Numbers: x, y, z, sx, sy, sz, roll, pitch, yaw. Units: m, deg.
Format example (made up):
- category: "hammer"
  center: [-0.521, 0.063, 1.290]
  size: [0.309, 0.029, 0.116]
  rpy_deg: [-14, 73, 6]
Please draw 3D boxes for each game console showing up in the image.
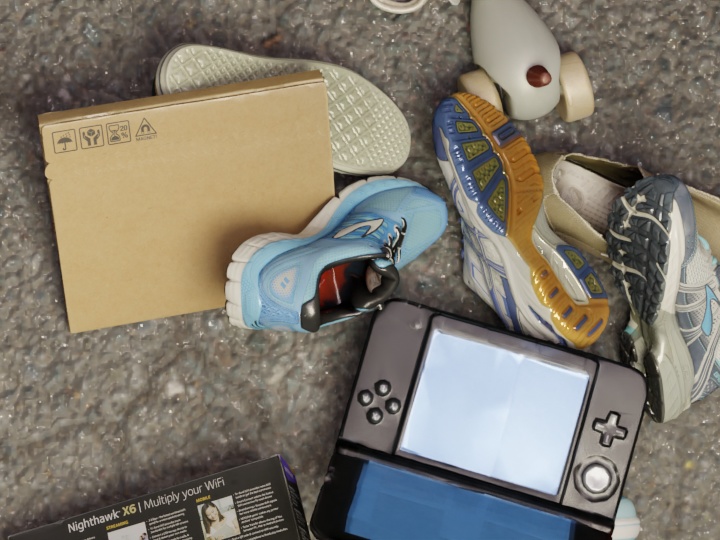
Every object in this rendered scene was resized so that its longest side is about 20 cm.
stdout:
- category: "game console"
  center: [0.083, 0.120, 1.482]
  size: [0.198, 0.119, 0.174]
  rpy_deg: [16, 86, 2]

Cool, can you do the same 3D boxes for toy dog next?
- category: "toy dog"
  center: [0.101, -0.189, 1.603]
  size: [0.132, 0.096, 0.201]
  rpy_deg: [-37, 90, -11]

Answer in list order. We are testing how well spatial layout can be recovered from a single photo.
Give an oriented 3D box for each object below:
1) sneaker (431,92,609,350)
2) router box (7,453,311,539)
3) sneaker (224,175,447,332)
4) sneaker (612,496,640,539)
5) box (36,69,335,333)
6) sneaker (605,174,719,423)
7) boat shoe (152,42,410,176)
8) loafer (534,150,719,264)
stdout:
- category: "sneaker"
  center: [0.093, -0.025, 1.584]
  size: [0.075, 0.088, 0.201]
  rpy_deg: [-27, 91, -39]
- category: "router box"
  center: [-0.124, 0.229, 1.500]
  size: [0.198, 0.052, 0.159]
  rpy_deg: [-16, 70, 5]
- category: "sneaker"
  center: [0.000, 0.000, 1.533]
  size: [0.199, 0.089, 0.079]
  rpy_deg: [-31, 129, -42]
- category: "sneaker"
  center: [0.108, 0.121, 1.578]
  size: [0.198, 0.080, 0.132]
  rpy_deg: [11, 83, -8]
- category: "box"
  center: [-0.115, -0.046, 1.550]
  size: [0.198, 0.021, 0.165]
  rpy_deg: [-10, 119, -10]
- category: "sneaker"
  center: [0.227, 0.009, 1.578]
  size: [0.086, 0.078, 0.201]
  rpy_deg: [-22, 131, -17]
- category: "boat shoe"
  center: [-0.057, -0.114, 1.590]
  size: [0.198, 0.062, 0.075]
  rpy_deg: [13, 79, -22]
- category: "loafer"
  center: [0.204, -0.033, 1.615]
  size: [0.198, 0.067, 0.077]
  rpy_deg: [15, 81, -6]
